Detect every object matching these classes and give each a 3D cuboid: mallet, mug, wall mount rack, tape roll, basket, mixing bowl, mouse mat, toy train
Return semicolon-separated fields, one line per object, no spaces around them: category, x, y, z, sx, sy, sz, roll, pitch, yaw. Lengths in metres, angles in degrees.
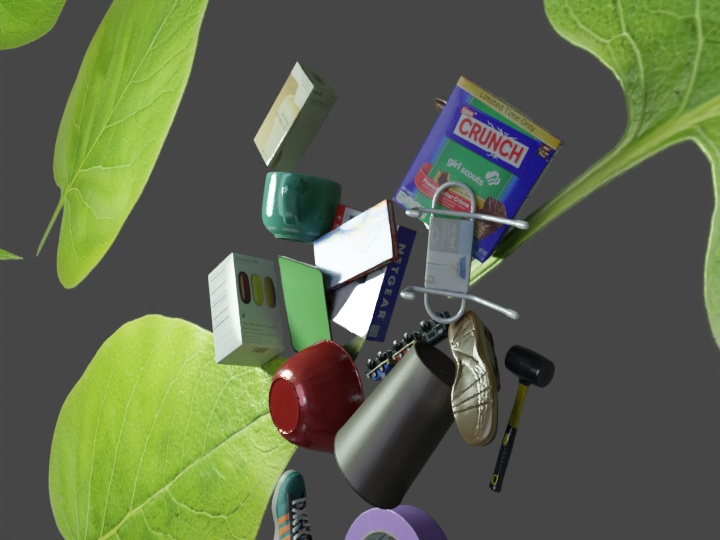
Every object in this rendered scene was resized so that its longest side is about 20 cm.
mallet;0.217;0.209;0.904;0.065;0.040;0.207;12;94;52
mug;-0.123;-0.116;1.253;0.149;0.183;0.118;7;89;38
wall mount rack;0.143;-0.015;0.907;0.169;0.074;0.207;7;102;20
tape roll;0.055;0.466;1.003;0.197;0.065;0.207;-15;70;45
basket;0.068;0.221;0.993;0.202;0.134;0.181;-55;9;17
mixing bowl;-0.095;0.230;1.171;0.197;0.106;0.207;3;93;50
mouse mat;-0.102;0.079;1.249;0.159;0.007;0.206;17;121;51
toy train;0.078;0.131;1.082;0.199;0.034;0.047;-40;66;35

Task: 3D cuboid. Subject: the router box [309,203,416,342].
router box;0.000;0.000;1.187;0.178;0.048;0.206;22;98;49

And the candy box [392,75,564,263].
candy box;0.168;-0.144;0.953;0.167;0.077;0.203;34;110;11

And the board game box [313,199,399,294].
board game box;-0.012;-0.037;1.157;0.198;0.019;0.106;-26;64;43

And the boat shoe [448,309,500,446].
boat shoe;0.169;0.152;0.917;0.072;0.071;0.204;-36;38;31

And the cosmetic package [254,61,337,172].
cosmetic package;-0.140;-0.321;1.406;0.202;0.070;0.106;-55;47;24

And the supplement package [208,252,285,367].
supplement package;-0.241;0.085;1.393;0.109;0.112;0.205;-34;58;40

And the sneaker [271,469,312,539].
sneaker;-0.115;0.470;1.196;0.078;0.070;0.207;1;87;43

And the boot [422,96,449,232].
boot;0.138;-0.155;1.061;0.187;0.063;0.203;49;121;41
